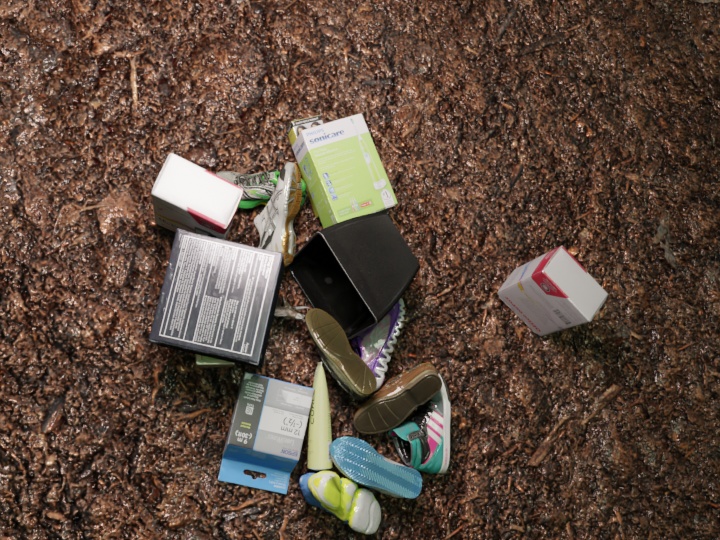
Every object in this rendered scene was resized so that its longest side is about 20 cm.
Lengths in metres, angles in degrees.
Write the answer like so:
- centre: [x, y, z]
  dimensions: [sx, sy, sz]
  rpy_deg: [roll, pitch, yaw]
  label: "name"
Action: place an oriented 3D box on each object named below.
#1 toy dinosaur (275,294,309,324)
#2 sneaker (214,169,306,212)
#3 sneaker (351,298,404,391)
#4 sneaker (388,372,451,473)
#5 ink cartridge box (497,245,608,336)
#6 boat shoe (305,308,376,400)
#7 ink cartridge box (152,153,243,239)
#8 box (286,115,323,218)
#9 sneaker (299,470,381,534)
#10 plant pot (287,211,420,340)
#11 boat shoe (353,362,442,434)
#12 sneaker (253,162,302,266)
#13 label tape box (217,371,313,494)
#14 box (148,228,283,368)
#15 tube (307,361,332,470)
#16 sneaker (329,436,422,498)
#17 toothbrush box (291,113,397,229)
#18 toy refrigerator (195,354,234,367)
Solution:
- centre: [-0.198, 0.040, 1.356]
  dimensions: [0.077, 0.102, 0.201]
  rpy_deg: [-43, 78, 24]
  label: "toy dinosaur"
- centre: [-0.202, -0.176, 1.382]
  dimensions: [0.195, 0.086, 0.080]
  rpy_deg: [5, 56, -17]
  label: "sneaker"
- centre: [0.029, 0.139, 1.399]
  dimensions: [0.087, 0.081, 0.204]
  rpy_deg: [22, 74, -3]
  label: "sneaker"
- centre: [0.116, 0.309, 1.387]
  dimensions: [0.118, 0.083, 0.206]
  rpy_deg: [4, 78, -25]
  label: "sneaker"
- centre: [0.406, 0.049, 1.462]
  dimensions: [0.148, 0.200, 0.086]
  rpy_deg: [44, 70, -3]
  label: "ink cartridge box"
- centre: [-0.049, 0.169, 1.336]
  dimensions: [0.071, 0.066, 0.202]
  rpy_deg: [-27, 73, -43]
  label: "boat shoe"
- centre: [-0.306, -0.121, 1.278]
  dimensions: [0.145, 0.200, 0.087]
  rpy_deg: [24, 73, -10]
  label: "ink cartridge box"
- centre: [-0.090, -0.220, 1.450]
  dimensions: [0.074, 0.050, 0.205]
  rpy_deg: [-16, 84, -21]
  label: "box"
- centre: [-0.043, 0.440, 1.321]
  dimensions: [0.201, 0.103, 0.077]
  rpy_deg: [50, 56, -32]
  label: "sneaker"
- centre: [0.000, 0.000, 1.365]
  dimensions: [0.176, 0.199, 0.202]
  rpy_deg: [-32, 88, -30]
  label: "plant pot"
- centre: [0.072, 0.256, 1.371]
  dimensions: [0.197, 0.068, 0.073]
  rpy_deg: [-28, 114, 0]
  label: "boat shoe"
- centre: [-0.168, -0.111, 1.329]
  dimensions: [0.085, 0.075, 0.206]
  rpy_deg: [10, 94, 19]
  label: "sneaker"
- centre: [-0.180, 0.311, 1.305]
  dimensions: [0.140, 0.066, 0.205]
  rpy_deg: [16, 73, -13]
  label: "label tape box"
- centre: [-0.250, 0.056, 1.230]
  dimensions: [0.193, 0.123, 0.205]
  rpy_deg: [13, 78, -1]
  label: "box"
- centre: [-0.081, 0.283, 1.341]
  dimensions: [0.051, 0.057, 0.206]
  rpy_deg: [8, 79, -50]
  label: "tube"
- centre: [0.021, 0.391, 1.334]
  dimensions: [0.197, 0.081, 0.078]
  rpy_deg: [31, 63, -12]
  label: "sneaker"
- centre: [-0.033, -0.195, 1.391]
  dimensions: [0.143, 0.086, 0.204]
  rpy_deg: [-21, 86, -24]
  label: "toothbrush box"
- centre: [-0.280, 0.081, 1.320]
  dimensions: [0.074, 0.070, 0.206]
  rpy_deg: [2, 77, -15]
  label: "toy refrigerator"
